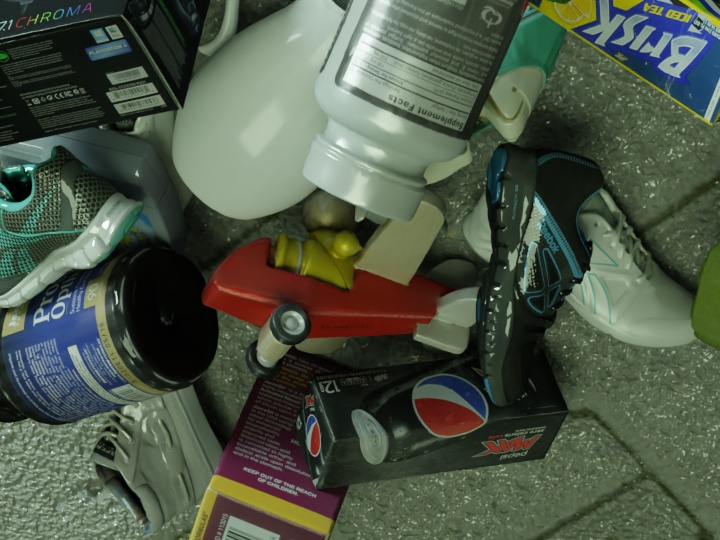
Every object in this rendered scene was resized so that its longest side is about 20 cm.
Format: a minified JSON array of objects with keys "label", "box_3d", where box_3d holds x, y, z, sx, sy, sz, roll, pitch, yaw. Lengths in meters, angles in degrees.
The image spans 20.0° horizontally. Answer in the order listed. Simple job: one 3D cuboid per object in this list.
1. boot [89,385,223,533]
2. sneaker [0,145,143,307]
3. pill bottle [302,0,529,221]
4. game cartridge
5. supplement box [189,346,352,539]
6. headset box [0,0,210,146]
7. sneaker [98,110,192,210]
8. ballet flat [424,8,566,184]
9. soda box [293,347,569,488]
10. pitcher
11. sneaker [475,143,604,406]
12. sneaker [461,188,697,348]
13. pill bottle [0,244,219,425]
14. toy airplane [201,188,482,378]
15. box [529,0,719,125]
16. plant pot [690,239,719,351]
[{"label":"boot","box_3d":[-0.186,0.123,1.676,0.073,0.095,0.201,9,133,51]},{"label":"sneaker","box_3d":[-0.242,-0.038,1.514,0.091,0.078,0.199,47,139,-15]},{"label":"pill bottle","box_3d":[0.036,-0.139,1.334,0.110,0.111,0.201,24,100,0]},{"label":"game cartridge","box_3d":[-0.202,-0.043,1.572,0.132,0.041,0.201,11,150,7]},{"label":"supplement box","box_3d":[-0.064,0.175,1.621,0.102,0.201,0.132,20,126,1]},{"label":"headset box","box_3d":[-0.198,-0.197,1.424,0.173,0.201,0.093,-9,136,22]},{"label":"sneaker","box_3d":[-0.170,-0.111,1.538,0.076,0.081,0.201,2,127,11]},{"label":"ballet flat","box_3d":[0.074,-0.107,1.428,0.199,0.071,0.067,-32,150,-3]},{"label":"soda box","box_3d":[0.054,0.113,1.564,0.198,0.064,0.071,-6,143,-22]},{"label":"pitcher","box_3d":[-0.064,-0.151,1.472,0.172,0.121,0.200,49,119,12]},{"label":"sneaker","box_3d":[0.127,0.009,1.461,0.081,0.073,0.202,2,117,-6]},{"label":"sneaker","box_3d":[0.176,-0.011,1.511,0.199,0.071,0.081,29,123,-3]},{"label":"pill bottle","box_3d":[-0.215,0.057,1.579,0.199,0.112,0.112,-18,117,36]},{"label":"toy airplane","box_3d":[0.000,0.000,1.542,0.199,0.142,0.199,-21,155,18]},{"label":"box","box_3d":[0.184,-0.181,1.347,0.200,0.064,0.070,38,130,27]},{"label":"plant pot","box_3d":[0.339,0.020,1.431,0.189,0.200,0.202,20,127,18]}]
